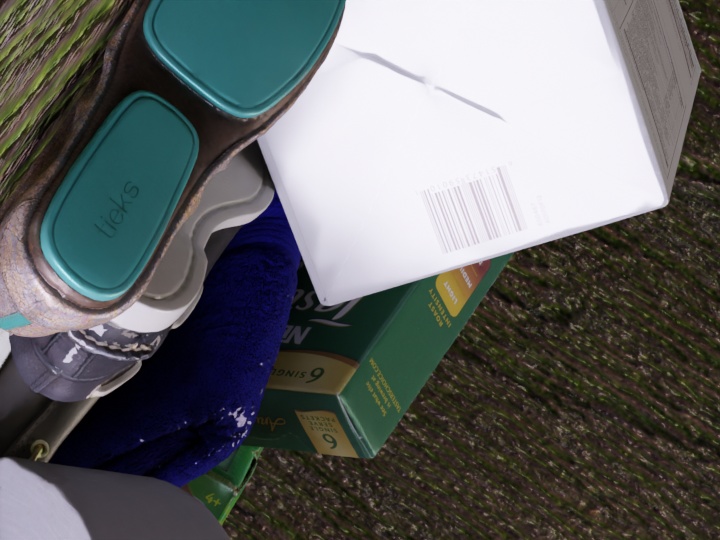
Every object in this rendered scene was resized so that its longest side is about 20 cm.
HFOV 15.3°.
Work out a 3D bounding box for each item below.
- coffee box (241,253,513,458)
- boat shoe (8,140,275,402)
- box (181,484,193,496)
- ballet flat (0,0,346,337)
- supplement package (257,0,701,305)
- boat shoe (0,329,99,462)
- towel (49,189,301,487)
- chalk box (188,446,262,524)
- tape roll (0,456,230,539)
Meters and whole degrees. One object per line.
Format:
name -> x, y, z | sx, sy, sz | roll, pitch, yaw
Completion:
coffee box -> 0.000, 0.000, 1.239 | 0.122, 0.044, 0.200 | 4, -135, 39
boat shoe -> -0.083, -0.014, 1.018 | 0.060, 0.074, 0.200 | -49, -168, 24
box -> -0.107, 0.158, 1.161 | 0.200, 0.021, 0.164 | -127, -128, -68
ballet flat -> -0.073, -0.051, 0.920 | 0.067, 0.068, 0.200 | -32, -164, 49
supplement package -> 0.046, -0.104, 1.122 | 0.151, 0.151, 0.200 | -16, -164, 16
boat shoe -> -0.144, 0.079, 1.069 | 0.202, 0.060, 0.072 | -60, -179, 3
towel -> -0.087, 0.021, 1.168 | 0.147, 0.050, 0.201 | -32, -153, 33
chalk box -> -0.122, 0.096, 1.314 | 0.201, 0.124, 0.124 | -60, 180, 21
tape roll -> -0.116, 0.171, 0.974 | 0.200, 0.066, 0.202 | -18, -112, 50
